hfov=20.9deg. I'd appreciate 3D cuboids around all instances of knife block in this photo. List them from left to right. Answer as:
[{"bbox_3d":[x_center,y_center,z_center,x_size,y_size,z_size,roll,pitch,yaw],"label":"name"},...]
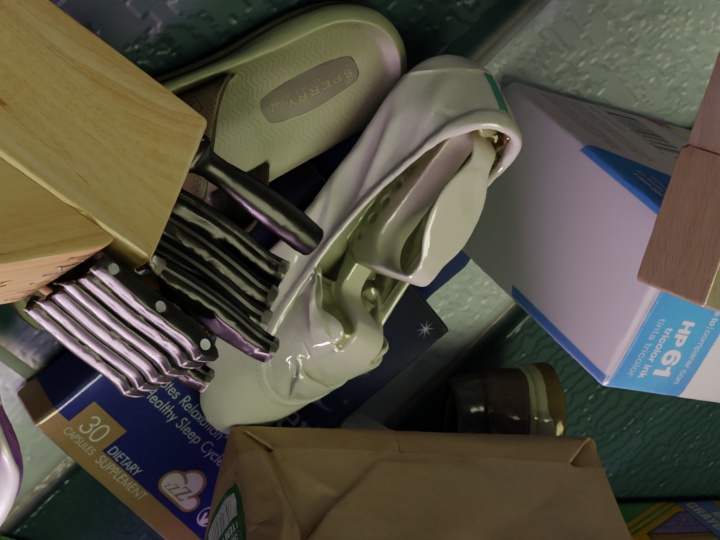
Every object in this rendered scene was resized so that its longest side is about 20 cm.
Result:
[{"bbox_3d":[-0.104,-0.047,0.733,0.176,0.200,0.064,-13,170,-43],"label":"knife block"}]

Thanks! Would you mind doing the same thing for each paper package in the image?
[{"bbox_3d":[0.016,0.178,0.899,0.191,0.103,0.200,3,130,-16],"label":"paper package"}]

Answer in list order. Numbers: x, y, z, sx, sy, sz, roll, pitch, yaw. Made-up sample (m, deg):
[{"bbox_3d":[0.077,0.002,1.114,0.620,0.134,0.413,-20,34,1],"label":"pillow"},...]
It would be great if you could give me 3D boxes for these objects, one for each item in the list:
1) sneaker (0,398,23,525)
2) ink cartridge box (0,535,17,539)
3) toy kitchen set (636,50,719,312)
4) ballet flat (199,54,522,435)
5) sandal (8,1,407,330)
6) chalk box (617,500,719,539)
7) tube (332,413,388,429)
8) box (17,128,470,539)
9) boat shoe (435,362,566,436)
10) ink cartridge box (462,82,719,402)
[{"bbox_3d":[-0.166,0.018,0.759,0.073,0.114,0.201,-17,125,-18],"label":"sneaker"},{"bbox_3d":[-0.165,0.227,0.837,0.084,0.200,0.146,23,106,-37],"label":"ink cartridge box"},{"bbox_3d":[0.175,-0.085,0.812,0.163,0.180,0.200,15,96,-36],"label":"toy kitchen set"},{"bbox_3d":[0.000,0.000,0.833,0.069,0.069,0.200,26,104,-39],"label":"ballet flat"},{"bbox_3d":[-0.064,-0.045,0.811,0.201,0.057,0.080,-34,131,-6],"label":"sandal"},{"bbox_3d":[0.217,0.211,1.097,0.200,0.124,0.124,3,118,-31],"label":"chalk box"},{"bbox_3d":[-0.050,0.155,0.961,0.058,0.052,0.200,40,109,2],"label":"tube"},{"bbox_3d":[-0.043,0.030,0.892,0.200,0.032,0.121,-42,131,-1],"label":"box"},{"bbox_3d":[0.045,0.127,0.985,0.066,0.072,0.201,8,124,-14],"label":"boat shoe"},{"bbox_3d":[0.163,-0.005,0.908,0.200,0.145,0.085,9,115,-36],"label":"ink cartridge box"}]
